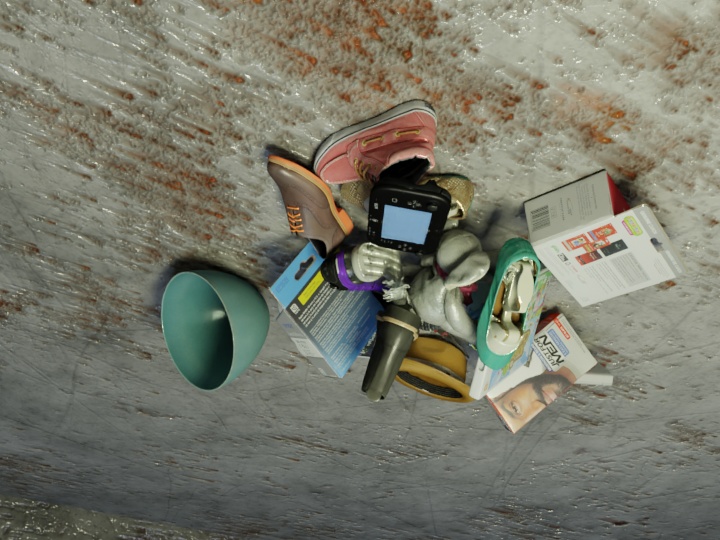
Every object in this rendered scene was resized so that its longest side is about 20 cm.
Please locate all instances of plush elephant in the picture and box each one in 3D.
[{"bbox_3d":[0.145,0.000,1.087,0.196,0.167,0.155,13,133,-37],"label":"plush elephant"}]

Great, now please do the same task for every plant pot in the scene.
[{"bbox_3d":[-0.236,0.090,1.255,0.198,0.204,0.133,-31,171,41],"label":"plant pot"}]

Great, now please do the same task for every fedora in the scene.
[{"bbox_3d":[0.141,0.184,1.371,0.196,0.084,0.201,17,159,7],"label":"fedora"}]

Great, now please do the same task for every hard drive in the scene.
[{"bbox_3d":[0.369,0.186,1.394,0.194,0.027,0.132,5,-170,-3],"label":"hard drive"}]

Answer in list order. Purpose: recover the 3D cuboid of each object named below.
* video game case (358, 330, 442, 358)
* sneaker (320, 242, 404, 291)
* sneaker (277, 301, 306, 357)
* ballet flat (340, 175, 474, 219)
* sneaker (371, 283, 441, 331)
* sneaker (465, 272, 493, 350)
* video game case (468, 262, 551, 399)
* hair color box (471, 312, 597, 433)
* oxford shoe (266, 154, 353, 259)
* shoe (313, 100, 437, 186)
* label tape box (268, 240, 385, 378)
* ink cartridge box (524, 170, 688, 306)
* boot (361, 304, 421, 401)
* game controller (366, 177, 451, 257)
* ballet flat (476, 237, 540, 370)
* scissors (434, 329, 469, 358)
[{"bbox_3d":[0.068,0.123,1.401,0.177,0.024,0.202,7,147,-7],"label":"video game case"},{"bbox_3d":[0.000,-0.001,1.140,0.097,0.072,0.199,-14,167,23],"label":"sneaker"},{"bbox_3d":[-0.072,0.100,1.328,0.102,0.077,0.202,-3,142,18],"label":"sneaker"},{"bbox_3d":[0.065,-0.100,1.031,0.194,0.067,0.071,-2,147,7],"label":"ballet flat"},{"bbox_3d":[0.085,0.053,1.249,0.196,0.088,0.079,7,122,40],"label":"sneaker"},{"bbox_3d":[0.234,0.105,1.262,0.078,0.133,0.199,-20,141,29],"label":"sneaker"},{"bbox_3d":[0.243,0.091,1.146,0.022,0.198,0.187,22,112,29],"label":"video game case"},{"bbox_3d":[0.311,0.182,1.294,0.199,0.112,0.064,-38,179,-5],"label":"hair color box"},{"bbox_3d":[-0.078,-0.088,1.036,0.070,0.074,0.200,19,161,41],"label":"oxford shoe"},{"bbox_3d":[0.014,-0.142,0.949,0.197,0.093,0.071,-21,140,32],"label":"shoe"},{"bbox_3d":[-0.062,0.053,1.179,0.063,0.145,0.201,-2,132,53],"label":"label tape box"},{"bbox_3d":[0.366,-0.047,1.068,0.173,0.086,0.199,-20,140,31],"label":"ink cartridge box"},{"bbox_3d":[0.036,0.138,1.129,0.076,0.141,0.200,21,169,9],"label":"boot"},{"bbox_3d":[0.061,-0.067,0.955,0.101,0.043,0.201,2,161,0],"label":"game controller"},{"bbox_3d":[0.206,0.057,1.005,0.065,0.071,0.205,5,109,-8],"label":"ballet flat"},{"bbox_3d":[0.145,0.112,1.340,0.071,0.014,0.202,-17,134,14],"label":"scissors"}]
